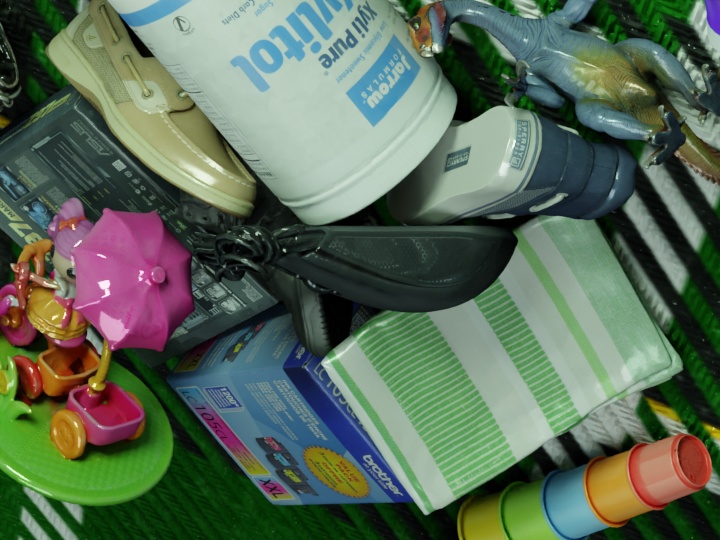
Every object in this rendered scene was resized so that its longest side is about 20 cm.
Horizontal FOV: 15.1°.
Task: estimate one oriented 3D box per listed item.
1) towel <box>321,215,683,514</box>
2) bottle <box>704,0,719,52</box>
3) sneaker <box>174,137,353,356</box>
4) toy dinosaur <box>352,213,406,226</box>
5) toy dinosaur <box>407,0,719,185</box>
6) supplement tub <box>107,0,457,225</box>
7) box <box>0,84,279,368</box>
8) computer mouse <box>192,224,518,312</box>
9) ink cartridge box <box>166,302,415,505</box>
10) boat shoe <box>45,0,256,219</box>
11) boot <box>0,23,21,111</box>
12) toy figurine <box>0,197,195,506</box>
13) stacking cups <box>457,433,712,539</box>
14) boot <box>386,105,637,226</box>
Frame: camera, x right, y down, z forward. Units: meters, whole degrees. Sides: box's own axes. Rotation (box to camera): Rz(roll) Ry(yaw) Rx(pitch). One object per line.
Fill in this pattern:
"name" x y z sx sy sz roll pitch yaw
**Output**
"towel" 0.091 0.058 1.760 0.199 0.023 0.153 -30 117 8
"bottle" 0.210 -0.205 1.471 0.083 0.065 0.201 12 137 21
"sneaker" -0.071 -0.039 1.769 0.104 0.060 0.201 -7 98 23
"toy dinosaur" 0.032 0.007 1.811 0.200 0.048 0.088 40 153 -12
"toy dinosaur" 0.120 -0.109 1.612 0.181 0.105 0.200 21 153 39
"supplement tub" -0.049 -0.141 1.642 0.132 0.132 0.200 -21 119 43
"box" -0.161 -0.034 1.879 0.200 0.051 0.157 44 138 -17
"computer mouse" 0.000 0.000 1.675 0.199 0.053 0.138 0 177 -13
"ink cartridge box" -0.021 0.091 1.875 0.200 0.076 0.137 -10 127 51
"boat shoe" -0.124 -0.108 1.709 0.200 0.065 0.071 45 -169 32
"boot" -0.289 -0.098 1.839 0.174 0.069 0.201 -20 91 43
"toy figurine" -0.184 0.025 1.842 0.200 0.150 0.185 48 132 27
"stacking cups" 0.158 0.155 1.886 0.200 0.061 0.061 -26 115 39
"boot" 0.089 -0.054 1.676 0.090 0.073 0.200 16 174 -20
